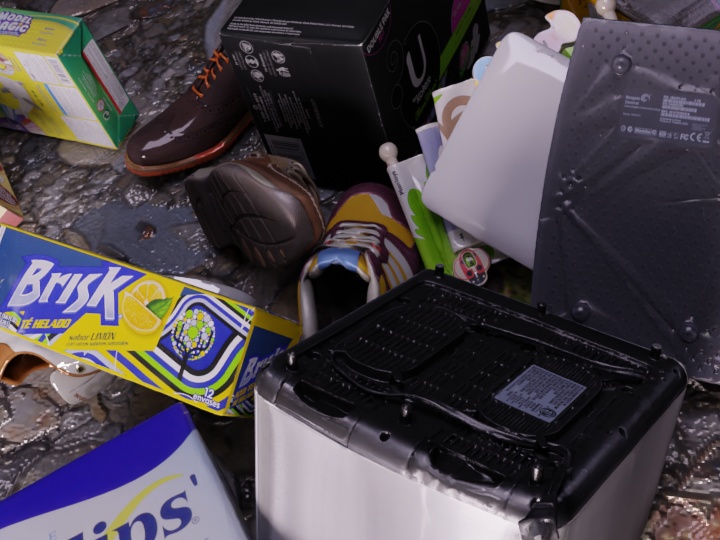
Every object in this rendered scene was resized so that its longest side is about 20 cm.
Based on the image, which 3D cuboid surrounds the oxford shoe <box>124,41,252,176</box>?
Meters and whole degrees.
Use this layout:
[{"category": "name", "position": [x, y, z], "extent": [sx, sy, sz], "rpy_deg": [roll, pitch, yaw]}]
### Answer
[{"category": "oxford shoe", "position": [-0.120, -0.154, 0.877], "extent": [0.199, 0.073, 0.071], "rpy_deg": [-38, 51, -16]}]

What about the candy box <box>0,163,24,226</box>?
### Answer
[{"category": "candy box", "position": [-0.356, -0.069, 0.862], "extent": [0.116, 0.055, 0.201], "rpy_deg": [-46, 48, 9]}]

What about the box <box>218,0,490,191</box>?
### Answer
[{"category": "box", "position": [0.006, -0.185, 0.814], "extent": [0.122, 0.150, 0.202], "rpy_deg": [11, 54, 26]}]

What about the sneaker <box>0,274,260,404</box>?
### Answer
[{"category": "sneaker", "position": [-0.164, 0.053, 0.727], "extent": [0.196, 0.073, 0.086], "rpy_deg": [-3, 69, 16]}]

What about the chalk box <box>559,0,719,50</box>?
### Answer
[{"category": "chalk box", "position": [0.259, -0.188, 0.761], "extent": [0.198, 0.125, 0.125], "rpy_deg": [-32, 47, -13]}]

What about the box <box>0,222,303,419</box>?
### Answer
[{"category": "box", "position": [-0.140, 0.030, 0.642], "extent": [0.197, 0.070, 0.066], "rpy_deg": [16, 85, 24]}]

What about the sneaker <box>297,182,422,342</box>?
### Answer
[{"category": "sneaker", "position": [0.000, 0.000, 0.696], "extent": [0.073, 0.091, 0.203], "rpy_deg": [-7, 49, 11]}]

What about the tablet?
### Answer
[{"category": "tablet", "position": [0.149, -0.054, 0.672], "extent": [0.198, 0.014, 0.132], "rpy_deg": [31, 97, 17]}]

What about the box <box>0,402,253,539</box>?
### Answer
[{"category": "box", "position": [-0.127, 0.208, 0.546], "extent": [0.182, 0.106, 0.201], "rpy_deg": [-28, 48, -9]}]

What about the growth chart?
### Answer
[{"category": "growth chart", "position": [0.108, -0.081, 0.702], "extent": [0.198, 0.018, 0.147], "rpy_deg": [-30, 79, 14]}]

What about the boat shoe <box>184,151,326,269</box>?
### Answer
[{"category": "boat shoe", "position": [-0.065, -0.053, 0.737], "extent": [0.071, 0.077, 0.199], "rpy_deg": [-25, 20, -19]}]

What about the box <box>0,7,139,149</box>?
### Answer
[{"category": "box", "position": [-0.302, -0.173, 0.918], "extent": [0.196, 0.118, 0.049], "rpy_deg": [12, 59, 25]}]

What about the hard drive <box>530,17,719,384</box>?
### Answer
[{"category": "hard drive", "position": [0.179, -0.043, 0.632], "extent": [0.132, 0.042, 0.205], "rpy_deg": [9, 91, 18]}]

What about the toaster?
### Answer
[{"category": "toaster", "position": [0.052, 0.098, 0.544], "extent": [0.178, 0.121, 0.199], "rpy_deg": [19, 28, 30]}]

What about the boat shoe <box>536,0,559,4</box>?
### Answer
[{"category": "boat shoe", "position": [0.148, -0.307, 0.936], "extent": [0.071, 0.061, 0.203], "rpy_deg": [-24, 48, -8]}]
